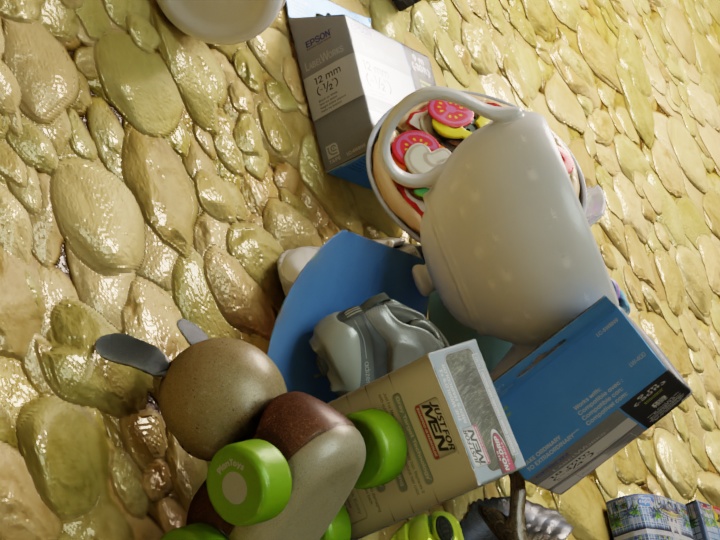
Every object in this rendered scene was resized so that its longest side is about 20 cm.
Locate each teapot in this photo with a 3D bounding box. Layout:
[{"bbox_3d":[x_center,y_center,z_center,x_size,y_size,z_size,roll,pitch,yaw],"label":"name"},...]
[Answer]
[{"bbox_3d":[0.108,-0.024,1.649,0.198,0.145,0.201,59,11,-60],"label":"teapot"}]

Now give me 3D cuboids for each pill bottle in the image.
[{"bbox_3d":[-0.097,-0.282,1.762,0.116,0.115,0.200,53,29,-19],"label":"pill bottle"}]

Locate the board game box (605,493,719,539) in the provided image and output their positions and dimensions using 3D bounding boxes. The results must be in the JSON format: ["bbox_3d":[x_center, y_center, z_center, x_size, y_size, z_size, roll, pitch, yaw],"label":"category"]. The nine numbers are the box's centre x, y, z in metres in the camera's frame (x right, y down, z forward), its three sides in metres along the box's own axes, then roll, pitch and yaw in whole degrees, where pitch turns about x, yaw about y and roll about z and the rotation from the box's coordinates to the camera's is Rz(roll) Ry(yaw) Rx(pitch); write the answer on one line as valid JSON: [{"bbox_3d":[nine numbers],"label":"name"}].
[{"bbox_3d":[0.334,0.330,2.060,0.199,0.061,0.201,24,47,-51],"label":"board game box"}]

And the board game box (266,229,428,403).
[{"bbox_3d":[-0.021,0.049,1.647,0.199,0.039,0.159,18,92,-55],"label":"board game box"}]

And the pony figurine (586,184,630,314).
[{"bbox_3d":[0.148,-0.016,1.884,0.199,0.167,0.193,33,11,-22],"label":"pony figurine"}]

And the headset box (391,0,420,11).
[{"bbox_3d":[0.042,-0.386,2.109,0.200,0.092,0.175,52,31,-23],"label":"headset box"}]

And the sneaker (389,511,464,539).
[{"bbox_3d":[0.048,0.275,1.501,0.084,0.073,0.202,20,69,-78],"label":"sneaker"}]

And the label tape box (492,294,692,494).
[{"bbox_3d":[0.174,0.104,1.643,0.063,0.144,0.200,54,8,19],"label":"label tape box"}]

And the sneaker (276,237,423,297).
[{"bbox_3d":[0.000,0.000,1.729,0.200,0.087,0.075,-13,80,-61],"label":"sneaker"}]

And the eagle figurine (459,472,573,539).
[{"bbox_3d":[0.140,0.259,1.751,0.153,0.150,0.200,-61,168,-11],"label":"eagle figurine"}]

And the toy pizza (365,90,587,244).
[{"bbox_3d":[0.103,-0.086,1.790,0.198,0.032,0.201,9,50,-10],"label":"toy pizza"}]

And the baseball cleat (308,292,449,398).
[{"bbox_3d":[0.030,0.102,1.625,0.070,0.106,0.201,61,-5,46],"label":"baseball cleat"}]

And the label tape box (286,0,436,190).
[{"bbox_3d":[0.010,-0.173,1.910,0.143,0.066,0.202,18,54,-54],"label":"label tape box"}]

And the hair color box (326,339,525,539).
[{"bbox_3d":[0.016,0.134,1.519,0.060,0.199,0.100,-13,78,-48],"label":"hair color box"}]

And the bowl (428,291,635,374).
[{"bbox_3d":[0.142,0.092,1.817,0.201,0.200,0.106,41,54,-37],"label":"bowl"}]

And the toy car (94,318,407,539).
[{"bbox_3d":[-0.099,0.113,1.458,0.200,0.158,0.164,46,29,23],"label":"toy car"}]
